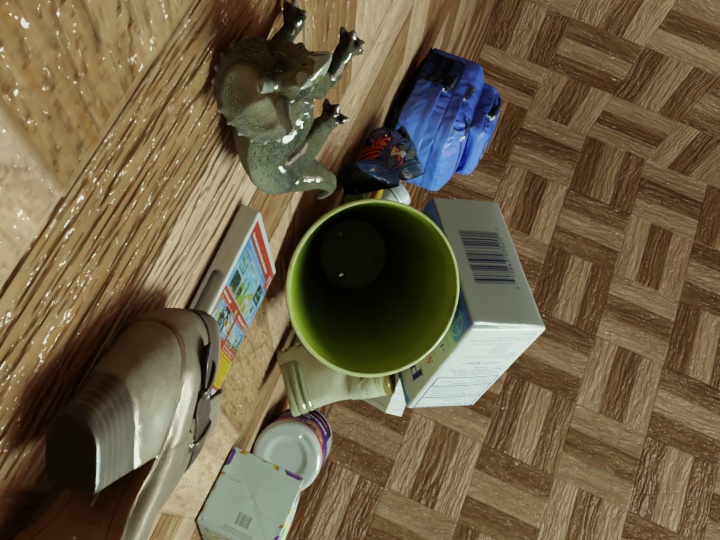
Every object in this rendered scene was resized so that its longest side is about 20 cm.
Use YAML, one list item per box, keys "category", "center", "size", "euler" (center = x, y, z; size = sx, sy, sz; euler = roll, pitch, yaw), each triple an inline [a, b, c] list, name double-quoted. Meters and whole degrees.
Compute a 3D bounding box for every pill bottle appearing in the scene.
- category: "pill bottle"
  center: [-0.106, 0.289, 1.126]
  size: [0.200, 0.110, 0.113]
  euler: [16, 97, -85]

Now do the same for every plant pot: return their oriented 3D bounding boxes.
- category: "plant pot"
  center: [0.000, 0.000, 0.794]
  size: [0.200, 0.184, 0.190]
  euler: [-125, -123, -75]

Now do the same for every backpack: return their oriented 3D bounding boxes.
- category: "backpack"
  center: [0.131, -0.236, 1.097]
  size: [0.164, 0.165, 0.202]
  euler: [95, 21, -53]

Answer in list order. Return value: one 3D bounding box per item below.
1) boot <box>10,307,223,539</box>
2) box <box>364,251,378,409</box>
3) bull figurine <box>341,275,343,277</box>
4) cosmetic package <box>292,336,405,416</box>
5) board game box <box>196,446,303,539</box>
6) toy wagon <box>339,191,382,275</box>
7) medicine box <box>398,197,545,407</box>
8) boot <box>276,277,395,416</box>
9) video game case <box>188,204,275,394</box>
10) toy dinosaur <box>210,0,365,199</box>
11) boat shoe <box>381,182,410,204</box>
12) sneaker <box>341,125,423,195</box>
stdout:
- category: "boot"
  center: [-0.129, 0.121, 0.385]
  size: [0.146, 0.069, 0.204]
  euler: [-43, 153, -74]
- category: "box"
  center: [0.033, 0.090, 1.100]
  size: [0.148, 0.123, 0.203]
  euler: [-43, 153, -45]
- category: "bull figurine"
  center: [-0.027, 0.055, 1.202]
  size: [0.122, 0.064, 0.201]
  euler: [-58, 166, -26]
- category: "cosmetic package"
  center: [-0.011, 0.131, 0.979]
  size: [0.050, 0.198, 0.084]
  euler: [30, 84, -53]
- category: "board game box"
  center: [-0.148, 0.336, 0.919]
  size: [0.201, 0.103, 0.104]
  euler: [106, 9, -57]
- category: "toy wagon"
  center: [-0.017, -0.049, 1.018]
  size: [0.155, 0.039, 0.203]
  euler: [-32, 144, -81]
- category: "medicine box"
  center: [0.115, 0.045, 0.844]
  size: [0.201, 0.101, 0.185]
  euler: [118, -34, -49]
- category: "boot"
  center: [-0.040, 0.089, 0.921]
  size: [0.072, 0.152, 0.203]
  euler: [59, 18, -57]
- category: "video game case"
  center: [-0.121, 0.064, 0.528]
  size: [0.143, 0.017, 0.203]
  euler: [96, 17, -72]
- category: "toy dinosaur"
  center: [-0.049, -0.095, 0.419]
  size: [0.103, 0.076, 0.200]
  euler: [-52, 174, -22]
- category: "boat shoe"
  center: [0.033, -0.116, 1.180]
  size: [0.066, 0.074, 0.200]
  euler: [-33, 178, -6]
- category: "sneaker"
  center: [0.024, -0.151, 0.908]
  size: [0.200, 0.074, 0.080]
  euler: [-36, 114, -64]
